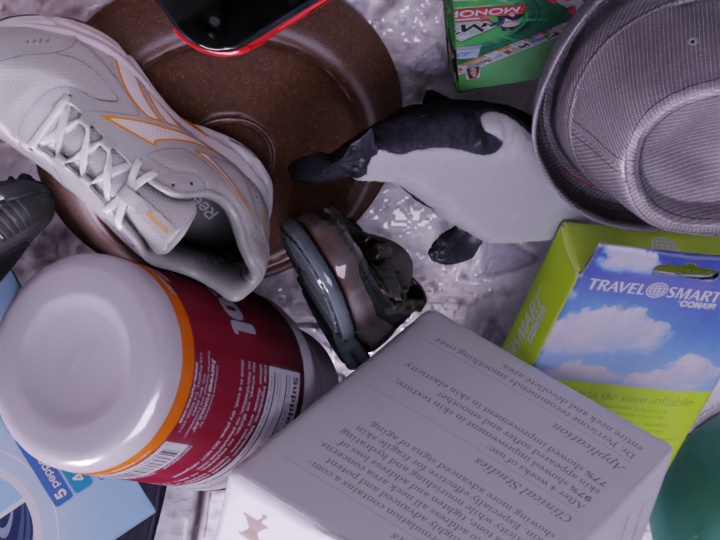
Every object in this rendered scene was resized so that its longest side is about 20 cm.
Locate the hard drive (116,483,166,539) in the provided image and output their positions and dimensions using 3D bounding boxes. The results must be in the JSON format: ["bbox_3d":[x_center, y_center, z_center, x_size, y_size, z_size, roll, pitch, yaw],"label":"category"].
[{"bbox_3d":[-0.184,0.157,1.710,0.135,0.042,0.200,9,122,-17],"label":"hard drive"}]

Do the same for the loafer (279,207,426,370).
[{"bbox_3d":[0.000,0.000,1.581,0.063,0.072,0.200,-30,168,-4],"label":"loafer"}]

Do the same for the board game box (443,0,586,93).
[{"bbox_3d":[0.141,-0.171,1.557,0.200,0.029,0.135,-9,126,-5],"label":"board game box"}]

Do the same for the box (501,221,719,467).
[{"bbox_3d":[0.144,0.046,1.672,0.122,0.048,0.200,5,134,-21],"label":"box"}]

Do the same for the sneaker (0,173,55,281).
[{"bbox_3d":[-0.224,0.036,1.514,0.200,0.091,0.066,-38,167,-4],"label":"sneaker"}]

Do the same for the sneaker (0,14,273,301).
[{"bbox_3d":[-0.119,-0.055,1.505,0.200,0.092,0.076,30,113,-27],"label":"sneaker"}]

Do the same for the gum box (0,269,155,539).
[{"bbox_3d":[-0.237,0.113,1.596,0.200,0.045,0.170,-34,113,-13],"label":"gum box"}]

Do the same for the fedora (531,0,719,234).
[{"bbox_3d":[0.192,-0.083,1.537,0.200,0.090,0.177,-8,124,-21],"label":"fedora"}]

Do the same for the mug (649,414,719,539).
[{"bbox_3d":[0.266,0.156,1.757,0.152,0.114,0.185,23,117,-25],"label":"mug"}]

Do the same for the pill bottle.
[{"bbox_3d":[-0.096,0.058,1.577,0.113,0.113,0.200,-41,155,17],"label":"pill bottle"}]

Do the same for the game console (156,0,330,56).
[{"bbox_3d":[-0.047,-0.212,1.431,0.200,0.031,0.177,-30,99,27],"label":"game console"}]

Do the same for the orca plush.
[{"bbox_3d":[0.042,-0.062,1.586,0.200,0.071,0.105,-4,133,-36],"label":"orca plush"}]

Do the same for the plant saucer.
[{"bbox_3d":[-0.073,-0.067,1.584,0.200,0.035,0.200,-6,126,-8],"label":"plant saucer"}]

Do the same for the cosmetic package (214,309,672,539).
[{"bbox_3d":[0.035,0.160,1.605,0.167,0.200,0.166,31,130,20],"label":"cosmetic package"}]
